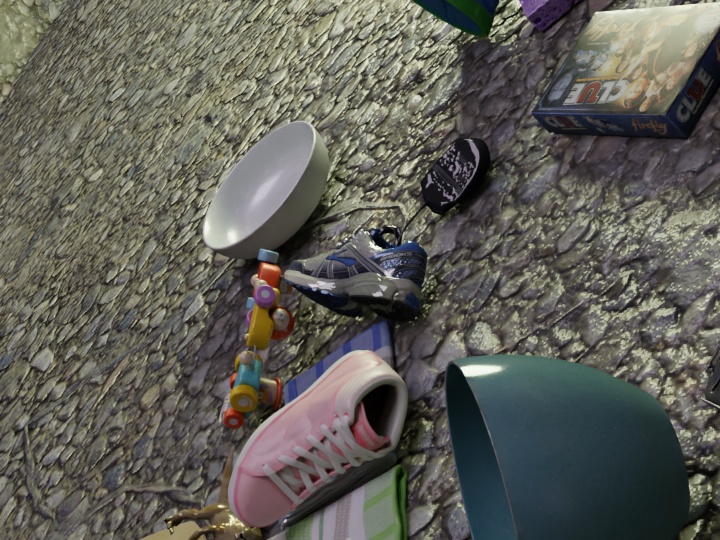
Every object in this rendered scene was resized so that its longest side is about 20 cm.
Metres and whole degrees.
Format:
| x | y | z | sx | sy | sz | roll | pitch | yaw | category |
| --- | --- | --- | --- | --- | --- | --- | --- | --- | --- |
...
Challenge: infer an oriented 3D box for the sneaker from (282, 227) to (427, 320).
| x | y | z | sx | sy | sz | roll | pitch | yaw | category |
| --- | --- | --- | --- | --- | --- | --- | --- | --- | --- |
| 0.000 | 0.000 | 1.393 | 0.199 | 0.077 | 0.086 | 6 | 68 | 47 | sneaker |

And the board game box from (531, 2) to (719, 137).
| x | y | z | sx | sy | sz | roll | pitch | yaw | category |
| --- | --- | --- | --- | --- | --- | --- | --- | --- | --- |
| 0.269 | -0.194 | 1.288 | 0.136 | 0.035 | 0.200 | -57 | 29 | -13 | board game box |

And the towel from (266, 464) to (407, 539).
| x | y | z | sx | sy | sz | roll | pitch | yaw | category |
| --- | --- | --- | --- | --- | --- | --- | --- | --- | --- |
| -0.040 | 0.268 | 1.177 | 0.199 | 0.031 | 0.150 | -35 | 32 | 25 | towel |

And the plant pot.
| x | y | z | sx | sy | sz | roll | pitch | yaw | category |
| --- | --- | --- | --- | --- | --- | --- | --- | --- | --- |
| 0.148 | 0.146 | 0.920 | 0.134 | 0.201 | 0.200 | -13 | 30 | -6 | plant pot |

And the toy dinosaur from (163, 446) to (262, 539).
| x | y | z | sx | sy | sz | roll | pitch | yaw | category |
| --- | --- | --- | --- | --- | --- | --- | --- | --- | --- |
| -0.139 | 0.252 | 1.322 | 0.101 | 0.059 | 0.200 | -26 | 18 | -6 | toy dinosaur |

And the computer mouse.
| x | y | z | sx | sy | sz | roll | pitch | yaw | category |
| --- | --- | --- | --- | --- | --- | --- | --- | --- | --- |
| 0.070 | -0.060 | 1.422 | 0.200 | 0.034 | 0.059 | -48 | 53 | 13 | computer mouse |

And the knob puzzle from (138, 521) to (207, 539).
| x | y | z | sx | sy | sz | roll | pitch | yaw | category |
| --- | --- | --- | --- | --- | --- | --- | --- | --- | --- |
| -0.216 | 0.342 | 1.333 | 0.218 | 0.031 | 0.220 | -24 | 33 | 17 | knob puzzle |

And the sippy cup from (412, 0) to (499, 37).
| x | y | z | sx | sy | sz | roll | pitch | yaw | category |
| --- | --- | --- | --- | --- | --- | --- | --- | --- | --- |
| 0.126 | -0.369 | 1.578 | 0.131 | 0.139 | 0.178 | -59 | 21 | 2 | sippy cup |

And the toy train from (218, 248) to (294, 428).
| x | y | z | sx | sy | sz | roll | pitch | yaw | category |
| --- | --- | --- | --- | --- | --- | --- | --- | --- | --- |
| -0.104 | 0.078 | 1.446 | 0.150 | 0.055 | 0.202 | 165 | 118 | -82 | toy train |

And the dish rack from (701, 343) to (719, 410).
| x | y | z | sx | sy | sz | roll | pitch | yaw | category |
| --- | --- | --- | --- | --- | --- | --- | --- | --- | --- |
| 0.319 | 0.052 | 0.899 | 0.154 | 0.055 | 0.200 | -52 | 28 | -6 | dish rack |

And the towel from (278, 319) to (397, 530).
| x | y | z | sx | sy | sz | roll | pitch | yaw | category |
| --- | --- | --- | --- | --- | --- | --- | --- | --- | --- |
| -0.024 | 0.148 | 1.306 | 0.147 | 0.024 | 0.201 | -35 | 31 | 24 | towel |

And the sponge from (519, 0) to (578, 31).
| x | y | z | sx | sy | sz | roll | pitch | yaw | category |
| --- | --- | --- | --- | --- | --- | --- | --- | --- | --- |
| 0.264 | -0.365 | 1.507 | 0.200 | 0.030 | 0.112 | -39 | 29 | 21 | sponge |

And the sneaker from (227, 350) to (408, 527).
| x | y | z | sx | sy | sz | roll | pitch | yaw | category |
| --- | --- | --- | --- | --- | --- | --- | --- | --- | --- |
| -0.035 | 0.158 | 1.200 | 0.200 | 0.075 | 0.105 | -46 | 22 | -10 | sneaker |

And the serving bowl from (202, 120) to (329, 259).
| x | y | z | sx | sy | sz | roll | pitch | yaw | category |
| --- | --- | --- | --- | --- | --- | --- | --- | --- | --- |
| -0.109 | -0.090 | 1.670 | 0.200 | 0.066 | 0.201 | -35 | 31 | 25 | serving bowl |
